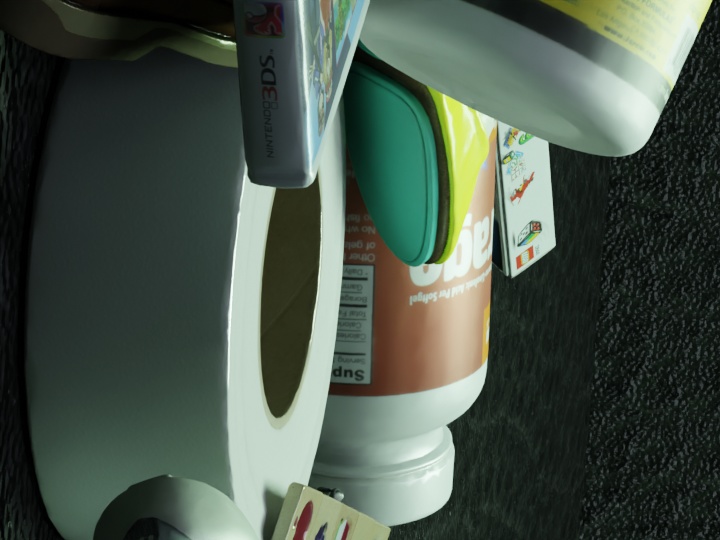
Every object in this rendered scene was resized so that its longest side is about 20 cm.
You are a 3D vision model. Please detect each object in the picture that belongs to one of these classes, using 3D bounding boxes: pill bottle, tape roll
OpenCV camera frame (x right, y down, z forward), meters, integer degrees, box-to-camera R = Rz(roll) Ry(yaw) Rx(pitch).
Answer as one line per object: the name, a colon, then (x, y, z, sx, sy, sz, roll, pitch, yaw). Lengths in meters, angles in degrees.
pill bottle: (0.000, 0.000, 1.190, 0.112, 0.111, 0.201, -61, 154, -68)
pill bottle: (0.084, -0.150, 0.966, 0.112, 0.112, 0.201, 44, 69, -77)
tape roll: (-0.056, -0.001, 0.989, 0.202, 0.070, 0.204, 5, 90, -80)

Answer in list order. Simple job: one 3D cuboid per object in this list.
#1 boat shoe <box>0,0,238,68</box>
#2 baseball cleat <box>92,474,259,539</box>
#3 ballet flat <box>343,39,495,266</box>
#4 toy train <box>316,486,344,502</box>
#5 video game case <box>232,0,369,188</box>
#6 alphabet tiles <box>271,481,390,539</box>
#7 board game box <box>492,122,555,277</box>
boat shoe: (-0.050, -0.106, 0.849, 0.068, 0.072, 0.200, -54, 172, 18)
baseball cleat: (-0.033, 0.155, 0.891, 0.107, 0.069, 0.200, -99, 163, -47)
ballet flat: (0.023, -0.087, 1.052, 0.067, 0.067, 0.201, -33, 133, -18)
toy train: (-0.053, 0.171, 1.084, 0.046, 0.034, 0.201, 36, 68, -36)
video game case: (-0.011, -0.154, 0.827, 0.200, 0.023, 0.183, -75, 166, -53)
alphabet tiles: (-0.039, 0.181, 1.038, 0.167, 0.008, 0.201, 44, 65, -75)
board game box: (0.040, -0.098, 1.384, 0.035, 0.126, 0.200, -35, 150, -16)
